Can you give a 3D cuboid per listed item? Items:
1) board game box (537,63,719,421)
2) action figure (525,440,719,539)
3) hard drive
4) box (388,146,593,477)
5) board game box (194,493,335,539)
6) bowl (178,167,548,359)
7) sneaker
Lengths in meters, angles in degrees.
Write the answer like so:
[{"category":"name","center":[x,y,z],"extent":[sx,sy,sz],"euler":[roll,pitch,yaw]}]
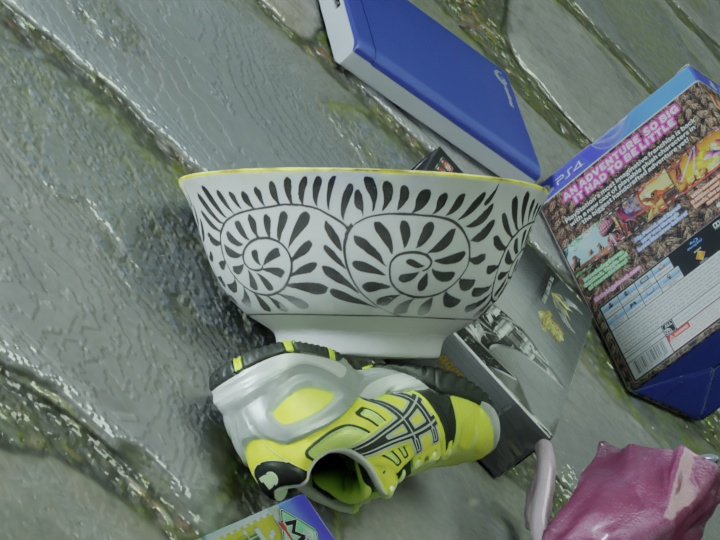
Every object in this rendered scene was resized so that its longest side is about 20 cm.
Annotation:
[{"category":"board game box","center":[0.246,-0.020,1.596],"extent":[0.097,0.159,0.200],"euler":[25,35,-46]},{"category":"action figure","center":[0.115,0.166,1.141],"extent":[0.149,0.134,0.200],"euler":[22,44,24]},{"category":"hard drive","center":[0.049,-0.152,1.609],"extent":[0.200,0.025,0.132],"euler":[32,29,-35]},{"category":"box","center":[0.068,0.021,1.357],"extent":[0.158,0.048,0.200],"euler":[47,24,-6]},{"category":"board game box","center":[-0.009,0.203,0.978],"extent":[0.200,0.029,0.135],"euler":[54,25,10]},{"category":"bowl","center":[0.000,0.000,1.160],"extent":[0.201,0.201,0.094],"euler":[8,83,-57]},{"category":"sneaker","center":[0.001,0.091,1.125],"extent":[0.200,0.075,0.076],"euler":[10,58,-46]}]
